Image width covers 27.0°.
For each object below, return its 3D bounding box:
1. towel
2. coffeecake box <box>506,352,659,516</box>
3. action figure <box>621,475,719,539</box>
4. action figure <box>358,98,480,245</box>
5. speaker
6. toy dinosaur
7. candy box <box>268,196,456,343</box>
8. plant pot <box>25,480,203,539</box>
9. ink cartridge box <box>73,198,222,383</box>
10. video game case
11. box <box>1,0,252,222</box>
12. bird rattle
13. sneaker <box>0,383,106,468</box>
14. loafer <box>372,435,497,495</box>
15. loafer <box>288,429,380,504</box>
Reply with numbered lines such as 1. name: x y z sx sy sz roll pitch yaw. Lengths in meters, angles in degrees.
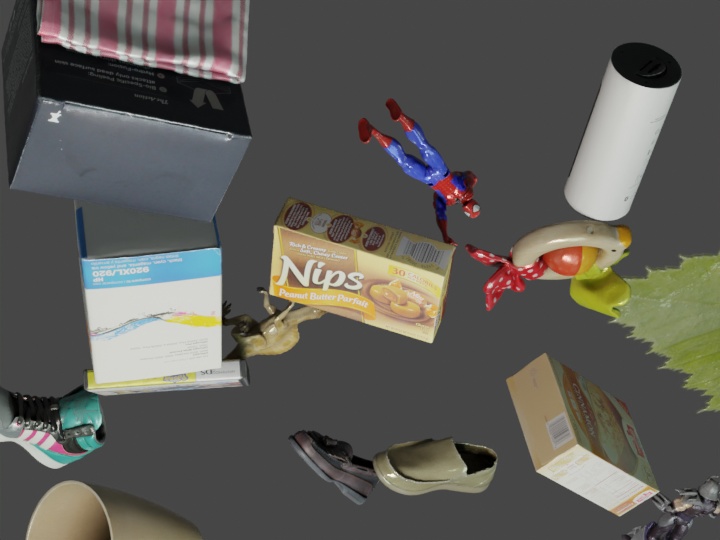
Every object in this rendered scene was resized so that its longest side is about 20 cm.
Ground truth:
1. towel: -0.189 -0.254 1.349 0.200 0.147 0.030 9 160 -26
2. coffeecake box: 0.299 0.222 2.016 0.073 0.154 0.200 -37 135 23
3. action figure: 0.492 0.381 2.322 0.130 0.069 0.200 18 126 -23
4. action figure: 0.082 -0.094 1.648 0.065 0.099 0.200 -33 139 20
5. speaker: 0.288 -0.152 1.656 0.081 0.081 0.200 -3 138 -14
6. toy dinosaur: -0.124 0.078 1.802 0.200 0.058 0.101 -32 137 18
7. candy box: 0.000 0.000 1.688 0.200 0.055 0.116 17 137 9
8. plant pot: -0.313 0.379 2.006 0.200 0.188 0.187 13 133 -47
9. ink cartridge box: -0.228 0.000 1.614 0.144 0.147 0.200 -6 137 -11
10. video game case: -0.221 0.127 1.754 0.180 0.026 0.200 -4 173 -4
11. box: -0.222 -0.165 1.394 0.196 0.200 0.118 9 133 -25
12. bird rattle: 0.230 -0.022 1.760 0.200 0.113 0.163 10 153 -13
13. sneaker: -0.372 0.172 1.807 0.121 0.084 0.200 -24 146 17
14. loafer: 0.107 0.263 2.069 0.200 0.076 0.068 5 134 -35
15. loafer: -0.030 0.252 2.027 0.063 0.072 0.200 -42 142 0
